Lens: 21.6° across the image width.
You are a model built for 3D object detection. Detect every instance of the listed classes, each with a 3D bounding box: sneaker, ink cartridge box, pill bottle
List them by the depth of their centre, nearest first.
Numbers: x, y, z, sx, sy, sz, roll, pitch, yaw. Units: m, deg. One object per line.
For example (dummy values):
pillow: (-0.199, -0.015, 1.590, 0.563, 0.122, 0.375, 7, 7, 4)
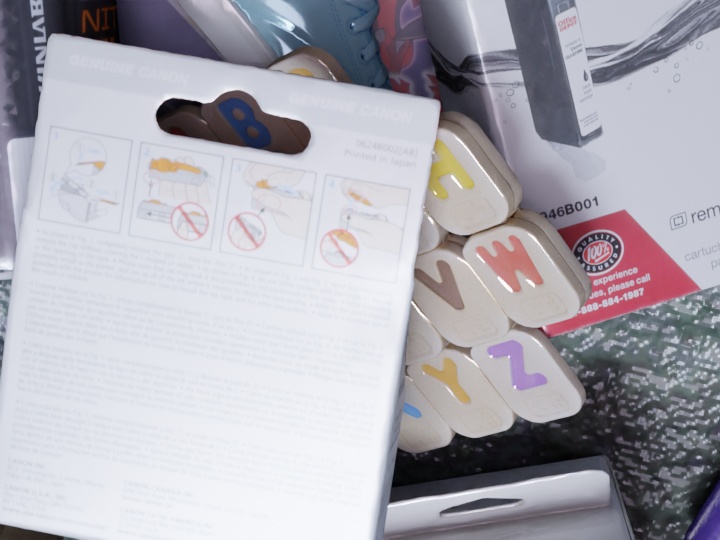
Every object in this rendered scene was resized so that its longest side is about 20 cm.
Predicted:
ink cartridge box: (-0.058, 0.016, 0.756, 0.159, 0.047, 0.201, 10, 100, 6)
sneaker: (-0.016, -0.108, 0.804, 0.082, 0.074, 0.200, -40, 102, 12)
pill bottle: (-0.155, -0.102, 0.806, 0.106, 0.106, 0.201, -4, 101, 2)
ink cartridge box: (0.109, -0.092, 0.806, 0.144, 0.084, 0.201, -17, 105, -8)
ink cartridge box: (0.071, 0.183, 0.872, 0.128, 0.125, 0.201, -9, 104, 3)

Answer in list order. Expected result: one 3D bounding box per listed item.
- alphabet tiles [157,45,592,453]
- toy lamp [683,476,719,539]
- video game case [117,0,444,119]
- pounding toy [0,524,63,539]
alphabet tiles: (0.000, 0.000, 0.803, 0.200, 0.015, 0.196, -19, 115, 46)
toy lamp: (0.232, 0.070, 0.876, 0.058, 0.058, 0.200, 43, 102, -9)
video game case: (-0.012, -0.106, 0.853, 0.199, 0.023, 0.183, -8, 104, 4)
pounding toy: (-0.265, 0.133, 0.836, 0.199, 0.184, 0.143, -24, 103, 7)
